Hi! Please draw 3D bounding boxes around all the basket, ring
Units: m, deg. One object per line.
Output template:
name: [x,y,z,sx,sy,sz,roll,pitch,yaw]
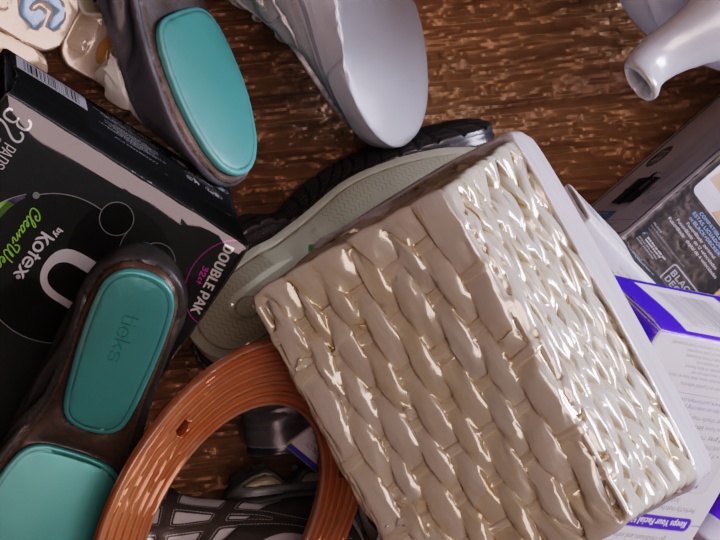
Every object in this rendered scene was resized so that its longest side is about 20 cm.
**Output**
basket: [0.058,0.053,1.436,0.136,0.123,0.200,-30,90,22]
ring: [-0.068,0.124,1.474,0.200,0.019,0.200,-30,133,-38]

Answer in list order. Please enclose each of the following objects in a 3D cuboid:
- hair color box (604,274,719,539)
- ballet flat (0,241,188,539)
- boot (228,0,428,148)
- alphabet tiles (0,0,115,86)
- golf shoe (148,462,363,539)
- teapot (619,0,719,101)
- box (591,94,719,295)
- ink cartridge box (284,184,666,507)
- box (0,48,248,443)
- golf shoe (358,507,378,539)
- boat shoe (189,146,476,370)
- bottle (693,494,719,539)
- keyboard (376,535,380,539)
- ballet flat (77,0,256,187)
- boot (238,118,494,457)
hair color box: [0.131,0.104,1.552,0.109,0.065,0.200,11,113,-41]
ballet flat: [-0.136,0.076,1.432,0.068,0.068,0.200,26,102,-13]
boot: [-0.038,-0.155,1.589,0.074,0.096,0.200,-39,115,-42]
alphabet tiles: [-0.179,-0.187,1.582,0.196,0.015,0.200,28,84,-16]
golf shoe: [-0.091,0.160,1.572,0.200,0.094,0.078,-15,126,-13]
teapot: [0.186,-0.184,1.570,0.146,0.200,0.197,-17,80,13]
box: [0.215,-0.058,1.651,0.200,0.117,0.060,-40,100,-10]
ink cartridge box: [0.059,0.046,1.553,0.200,0.037,0.095,-38,134,9]
box: [-0.174,0.016,1.511,0.149,0.124,0.200,32,99,-14]
golf shoe: [0.090,0.100,1.642,0.200,0.077,0.088,-32,95,-13]
boat shoe: [0.000,0.000,1.563,0.200,0.072,0.068,-31,145,-12]
bottle: [0.272,0.098,1.698,0.200,0.065,0.084,-41,103,-11]
keyboard: [0.054,0.099,1.608,0.056,0.011,0.200,17,78,5]
ballet flat: [-0.114,-0.133,1.561,0.073,0.073,0.200,-21,92,-15]
boot: [0.004,0.010,1.622,0.200,0.070,0.132,-28,101,-2]
